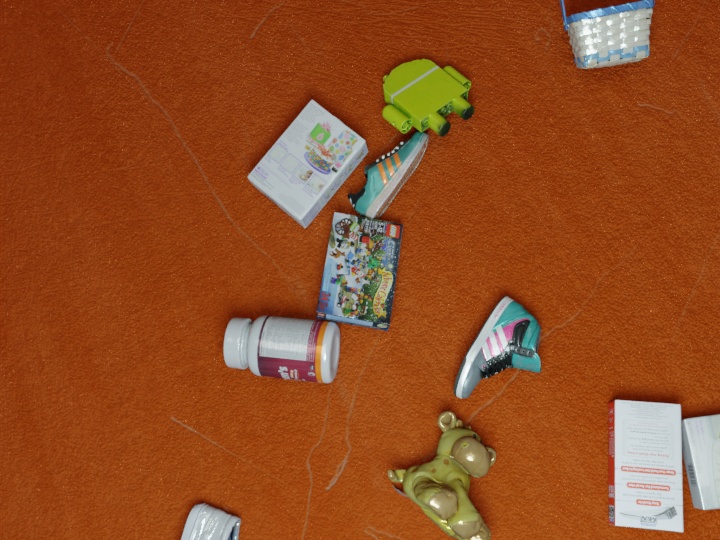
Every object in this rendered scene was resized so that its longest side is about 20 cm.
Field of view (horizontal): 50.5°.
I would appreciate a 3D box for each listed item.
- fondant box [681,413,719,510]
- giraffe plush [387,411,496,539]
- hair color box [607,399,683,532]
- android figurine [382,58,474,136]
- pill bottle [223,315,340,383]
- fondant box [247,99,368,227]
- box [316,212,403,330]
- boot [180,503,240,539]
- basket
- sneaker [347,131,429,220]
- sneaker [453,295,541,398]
[{"bbox_3d":[0.639,0.305,1.254,0.196,0.058,0.147,-9,75,5],"label":"fondant box"},{"bbox_3d":[0.161,0.342,1.288,0.163,0.173,0.199,-49,40,-15],"label":"giraffe plush"},{"bbox_3d":[0.473,0.324,1.272,0.109,0.064,0.204,3,76,8],"label":"hair color box"},{"bbox_3d":[0.123,-0.339,1.477,0.181,0.041,0.200,-36,57,-16],"label":"android figurine"},{"bbox_3d":[-0.141,0.140,1.387,0.196,0.110,0.112,4,77,10],"label":"pill bottle"},{"bbox_3d":[-0.101,-0.208,1.486,0.144,0.058,0.201,38,85,15],"label":"fondant box"},{"bbox_3d":[0.000,0.000,1.405,0.134,0.038,0.204,9,67,-1],"label":"box"},{"bbox_3d":[-0.274,0.519,1.332,0.094,0.074,0.204,11,77,18],"label":"boot"},{"bbox_3d":[0.457,-0.485,1.422,0.173,0.139,0.204,-5,106,7],"label":"basket"},{"bbox_3d":[0.052,-0.194,1.459,0.079,0.071,0.201,36,85,11],"label":"sneaker"},{"bbox_3d":[0.257,0.158,1.340,0.120,0.084,0.202,29,81,24],"label":"sneaker"}]
